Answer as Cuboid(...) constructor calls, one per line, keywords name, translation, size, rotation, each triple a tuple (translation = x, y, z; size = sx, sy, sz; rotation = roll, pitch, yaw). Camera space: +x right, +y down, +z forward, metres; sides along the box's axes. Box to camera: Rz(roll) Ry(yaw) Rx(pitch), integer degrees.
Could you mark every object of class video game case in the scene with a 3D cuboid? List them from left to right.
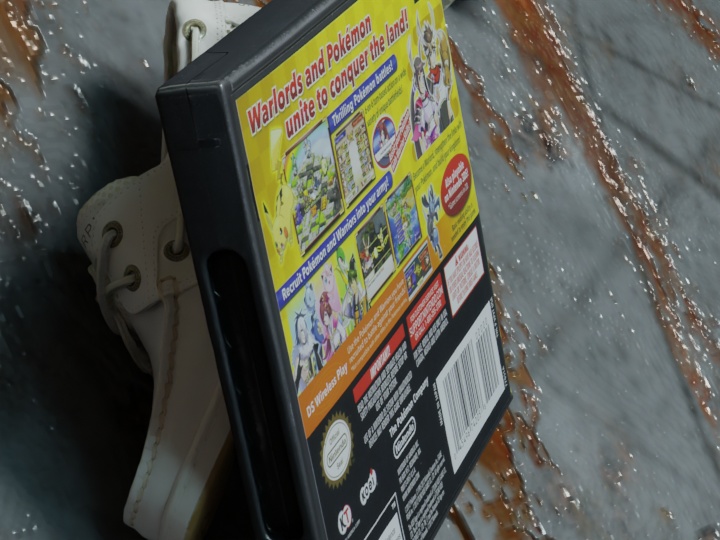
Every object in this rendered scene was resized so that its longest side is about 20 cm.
Cuboid(name="video game case", translation=(0.000, 0.000, 0.683), size=(0.200, 0.025, 0.182), rotation=(-50, 132, -62))

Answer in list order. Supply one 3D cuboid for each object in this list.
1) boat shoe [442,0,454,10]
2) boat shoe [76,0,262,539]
Cuboid(name="boat shoe", translation=(0.050, -0.152, 0.926), size=(0.064, 0.071, 0.200), rotation=(51, 44, -3))
Cuboid(name="boat shoe", translation=(-0.058, -0.003, 0.689), size=(0.069, 0.071, 0.201), rotation=(15, 54, -7))
